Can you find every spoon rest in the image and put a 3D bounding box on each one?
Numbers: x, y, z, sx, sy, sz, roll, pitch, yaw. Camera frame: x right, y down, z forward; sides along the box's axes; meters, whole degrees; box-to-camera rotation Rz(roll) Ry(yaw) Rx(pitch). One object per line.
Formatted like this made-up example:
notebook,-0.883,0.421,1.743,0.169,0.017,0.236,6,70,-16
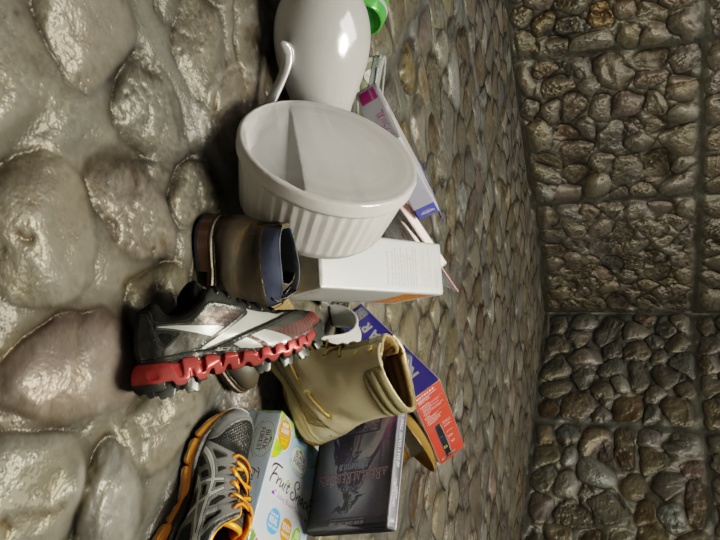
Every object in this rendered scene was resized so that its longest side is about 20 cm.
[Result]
spoon rest,-0.045,0.113,0.931,0.200,0.060,0.100,-60,142,-54

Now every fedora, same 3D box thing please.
fedora,0.028,0.239,1.021,0.082,0.201,0.201,-36,134,-13

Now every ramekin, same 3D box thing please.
ramekin,-0.046,-0.099,0.772,0.203,0.202,0.094,-62,175,-51

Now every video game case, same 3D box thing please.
video game case,-0.001,0.205,0.810,0.019,0.143,0.201,29,54,-31

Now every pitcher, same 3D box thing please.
pitcher,-0.063,-0.249,0.852,0.171,0.121,0.201,-28,127,-49

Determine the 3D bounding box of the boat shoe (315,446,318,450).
boat shoe,-0.028,0.266,0.958,0.200,0.066,0.074,64,33,-46

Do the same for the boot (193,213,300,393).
boot,-0.110,0.038,0.721,0.075,0.096,0.201,-41,126,-62

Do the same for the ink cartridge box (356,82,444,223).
ink cartridge box,0.060,-0.157,0.982,0.200,0.042,0.120,48,19,-50

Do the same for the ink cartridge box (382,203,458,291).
ink cartridge box,0.062,-0.070,1.004,0.045,0.176,0.200,-43,115,-12

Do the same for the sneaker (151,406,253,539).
sneaker,-0.137,0.228,0.672,0.078,0.077,0.201,63,32,-45

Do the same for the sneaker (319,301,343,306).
sneaker,-0.018,-0.010,1.010,0.200,0.078,0.100,-28,98,-65

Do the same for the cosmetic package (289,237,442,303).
cosmetic package,0.000,0.000,0.878,0.199,0.101,0.072,5,78,-38

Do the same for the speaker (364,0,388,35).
speaker,0.011,-0.466,1.070,0.088,0.088,0.201,50,44,-58

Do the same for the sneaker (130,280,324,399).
sneaker,-0.122,0.053,0.650,0.200,0.071,0.098,-10,88,-35

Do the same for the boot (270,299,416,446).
boot,-0.034,0.089,0.781,0.073,0.155,0.201,-19,84,-57

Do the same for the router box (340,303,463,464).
router box,0.060,0.170,1.034,0.049,0.200,0.180,-35,135,-13

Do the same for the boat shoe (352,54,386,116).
boat shoe,0.020,-0.241,1.063,0.074,0.064,0.203,55,27,-71

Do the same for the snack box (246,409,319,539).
snack box,-0.106,0.280,0.776,0.142,0.053,0.201,64,31,-49
